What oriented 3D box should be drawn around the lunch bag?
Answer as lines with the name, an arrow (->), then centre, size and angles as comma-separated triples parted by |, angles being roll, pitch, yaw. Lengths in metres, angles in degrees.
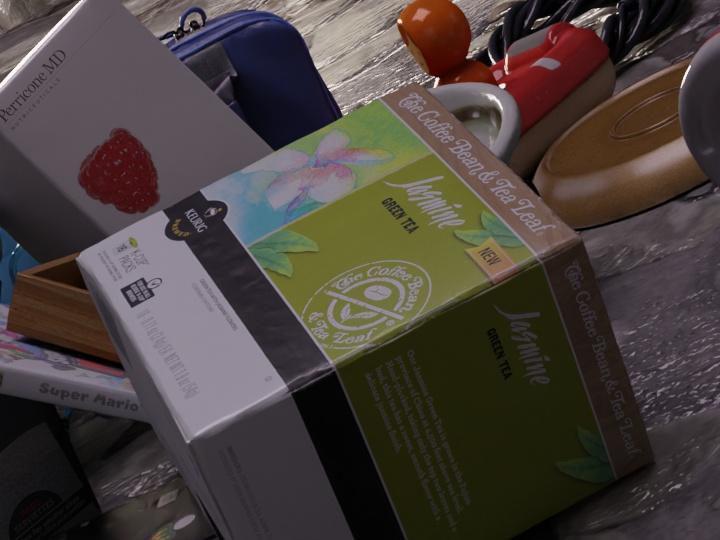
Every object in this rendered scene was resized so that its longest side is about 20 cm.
lunch bag -> -0.079, -0.086, 1.628 | 0.135, 0.201, 0.132 | -28, 15, -8

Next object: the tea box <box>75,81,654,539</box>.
tea box -> -0.001, 0.039, 1.125 | 0.196, 0.134, 0.200 | -27, 32, -9

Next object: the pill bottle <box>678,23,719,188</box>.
pill bottle -> 0.258, -0.124, 1.311 | 0.112, 0.113, 0.200 | -17, 21, 38

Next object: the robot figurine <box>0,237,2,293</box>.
robot figurine -> -0.286, 0.040, 1.460 | 0.124, 0.201, 0.150 | 10, -6, -34

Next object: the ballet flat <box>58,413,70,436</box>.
ballet flat -> -0.279, 0.135, 1.526 | 0.200, 0.071, 0.071 | -37, 17, -18

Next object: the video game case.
video game case -> -0.147, 0.050, 1.301 | 0.199, 0.018, 0.143 | 12, 11, -8

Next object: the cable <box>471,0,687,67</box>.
cable -> 0.165, -0.183, 1.774 | 0.200, 0.051, 0.163 | -37, 17, -27

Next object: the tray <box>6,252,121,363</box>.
tray -> -0.082, 0.038, 1.306 | 0.199, 0.037, 0.099 | 15, 11, 11

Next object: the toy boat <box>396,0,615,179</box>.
toy boat -> 0.067, -0.120, 1.589 | 0.200, 0.131, 0.130 | -41, 13, -35

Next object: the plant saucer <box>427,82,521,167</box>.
plant saucer -> 0.009, -0.027, 1.329 | 0.199, 0.050, 0.200 | -27, 23, 13

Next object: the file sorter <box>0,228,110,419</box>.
file sorter -> -0.228, 0.043, 1.614 | 0.199, 0.139, 0.123 | -24, 19, 19

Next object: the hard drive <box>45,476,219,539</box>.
hard drive -> -0.109, 0.156, 1.236 | 0.199, 0.038, 0.140 | -25, 16, 12

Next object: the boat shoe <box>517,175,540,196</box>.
boat shoe -> 0.079, 0.005, 1.329 | 0.056, 0.069, 0.200 | -17, 26, 26

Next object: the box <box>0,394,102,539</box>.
box -> -0.260, 0.144, 1.340 | 0.200, 0.133, 0.114 | -36, 34, -25

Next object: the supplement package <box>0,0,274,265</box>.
supplement package -> -0.141, -0.052, 1.476 | 0.121, 0.200, 0.120 | -51, 9, -24

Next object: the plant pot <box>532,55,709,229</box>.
plant pot -> 0.189, -0.090, 1.488 | 0.199, 0.028, 0.200 | -27, 16, 8
